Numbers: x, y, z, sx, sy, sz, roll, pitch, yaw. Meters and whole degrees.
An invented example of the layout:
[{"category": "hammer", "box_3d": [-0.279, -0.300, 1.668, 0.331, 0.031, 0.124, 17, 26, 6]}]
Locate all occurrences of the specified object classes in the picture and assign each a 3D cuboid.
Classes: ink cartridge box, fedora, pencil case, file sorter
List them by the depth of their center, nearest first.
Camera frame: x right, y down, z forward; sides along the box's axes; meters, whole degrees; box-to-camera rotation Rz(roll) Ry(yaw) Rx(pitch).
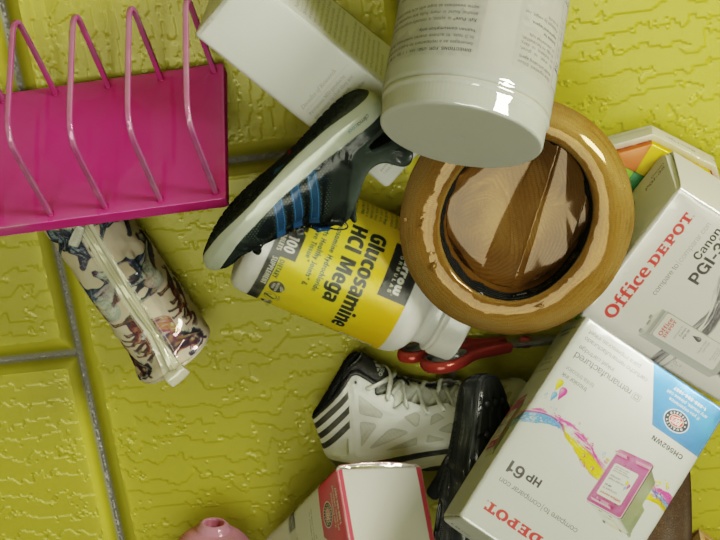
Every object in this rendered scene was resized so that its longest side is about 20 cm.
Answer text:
[{"category": "file sorter", "box_3d": [-0.217, -0.129, 1.552, 0.200, 0.139, 0.125, -7, 148, 6]}, {"category": "fedora", "box_3d": [0.128, -0.050, 1.581, 0.200, 0.082, 0.201, 1, 107, 5]}, {"category": "ink cartridge box", "box_3d": [0.183, 0.162, 1.586, 0.144, 0.085, 0.200, 34, 81, -2]}, {"category": "ink cartridge box", "box_3d": [0.298, 0.018, 1.606, 0.200, 0.083, 0.147, 30, 113, -11]}, {"category": "pencil case", "box_3d": [-0.206, 0.004, 1.665, 0.078, 0.089, 0.200, -26, 111, 14]}, {"category": "ink cartridge box", "box_3d": [-0.009, 0.272, 1.691, 0.083, 0.147, 0.200, 0, 154, -23]}]

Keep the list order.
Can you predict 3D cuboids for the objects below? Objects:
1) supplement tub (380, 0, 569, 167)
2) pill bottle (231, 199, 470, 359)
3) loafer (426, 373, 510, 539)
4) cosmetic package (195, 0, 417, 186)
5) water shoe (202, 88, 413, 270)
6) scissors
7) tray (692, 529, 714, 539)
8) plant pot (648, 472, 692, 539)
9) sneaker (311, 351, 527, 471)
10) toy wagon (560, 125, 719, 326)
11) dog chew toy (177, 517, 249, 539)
[{"category": "supplement tub", "box_3d": [0.093, -0.194, 1.480, 0.132, 0.132, 0.200, 13, 73, -3]}, {"category": "pill bottle", "box_3d": [0.000, 0.000, 1.639, 0.200, 0.112, 0.112, 22, 114, -8]}, {"category": "loafer", "box_3d": [0.088, 0.186, 1.660, 0.070, 0.068, 0.201, 8, 98, 36]}, {"category": "cosmetic package", "box_3d": [-0.031, -0.169, 1.571, 0.200, 0.101, 0.071, 38, 111, -13]}, {"category": "water shoe", "box_3d": [-0.041, -0.054, 1.529, 0.079, 0.072, 0.200, 43, 110, -14]}, {"category": "scissors", "box_3d": [0.132, 0.062, 1.709, 0.200, 0.073, 0.014, -11, 105, -18]}, {"category": "tray", "box_3d": [0.381, 0.329, 1.778, 0.200, 0.099, 0.037, 35, 112, -12]}, {"category": "plant pot", "box_3d": [0.219, 0.211, 1.703, 0.187, 0.187, 0.200, 13, 98, -3]}, {"category": "sneaker", "box_3d": [0.048, 0.117, 1.710, 0.200, 0.076, 0.115, -23, 113, 15]}, {"category": "toy wagon", "box_3d": [0.228, -0.025, 1.657, 0.155, 0.040, 0.200, 26, 113, -9]}, {"category": "dog chew toy", "box_3d": [-0.138, 0.327, 1.794, 0.124, 0.125, 0.200, 2, 107, 2]}]
